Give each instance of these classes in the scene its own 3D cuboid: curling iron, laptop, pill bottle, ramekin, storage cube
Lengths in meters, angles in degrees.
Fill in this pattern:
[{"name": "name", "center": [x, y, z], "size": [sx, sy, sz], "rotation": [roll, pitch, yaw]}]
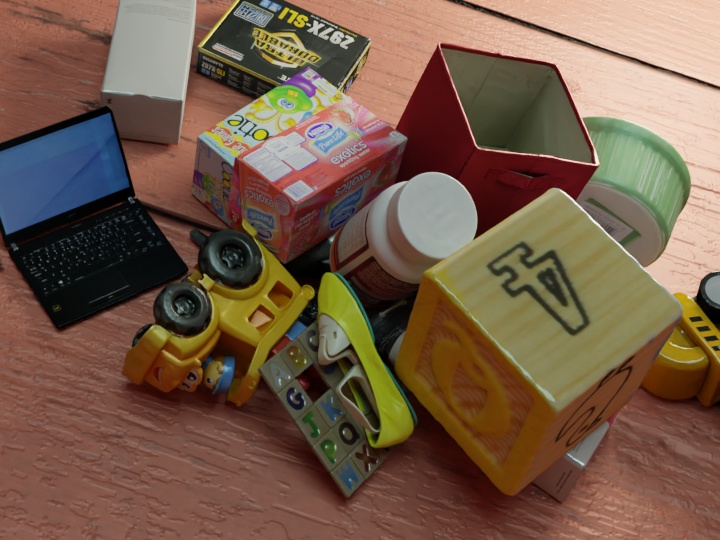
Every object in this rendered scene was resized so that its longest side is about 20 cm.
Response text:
[{"name": "curling iron", "center": [-0.127, 0.007, 1.491], "size": [0.198, 0.026, 0.049], "rotation": [30, 24, 18]}, {"name": "laptop", "center": [-0.320, -0.065, 1.449], "size": [0.176, 0.104, 0.201], "rotation": [-25, 62, -28]}, {"name": "pill bottle", "center": [0.045, -0.032, 1.349], "size": [0.108, 0.200, 0.111], "rotation": [5, 75, -20]}, {"name": "ramekin", "center": [0.306, -0.087, 1.564], "size": [0.198, 0.201, 0.098], "rotation": [22, 57, 5]}, {"name": "storage cube", "center": [0.150, -0.135, 1.482], "size": [0.169, 0.181, 0.202], "rotation": [5, 47, -24]}]

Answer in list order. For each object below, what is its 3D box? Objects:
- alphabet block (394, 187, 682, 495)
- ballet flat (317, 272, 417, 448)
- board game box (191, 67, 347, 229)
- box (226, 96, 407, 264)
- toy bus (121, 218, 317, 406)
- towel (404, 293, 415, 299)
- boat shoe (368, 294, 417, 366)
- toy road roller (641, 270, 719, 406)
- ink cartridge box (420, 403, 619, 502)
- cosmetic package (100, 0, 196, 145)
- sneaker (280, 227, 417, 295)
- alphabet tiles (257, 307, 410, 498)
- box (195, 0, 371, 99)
[{"name": "alphabet block", "center": [0.179, 0.073, 1.296], "size": [0.199, 0.197, 0.196], "rotation": [-32, 64, -28]}, {"name": "ballet flat", "center": [-0.007, 0.101, 1.350], "size": [0.067, 0.067, 0.202], "rotation": [-27, 89, -28]}, {"name": "board game box", "center": [-0.104, -0.150, 1.567], "size": [0.103, 0.106, 0.199], "rotation": [38, 53, 18]}, {"name": "box", "center": [-0.050, -0.109, 1.453], "size": [0.102, 0.095, 0.199], "rotation": [37, 47, 21]}, {"name": "toy bus", "center": [-0.138, 0.078, 1.378], "size": [0.192, 0.136, 0.200], "rotation": [41, 53, -2]}, {"name": "towel", "center": [0.113, 0.006, 1.551], "size": [0.198, 0.023, 0.144], "rotation": [-19, 60, -25]}, {"name": "boat shoe", "center": [0.080, 0.051, 1.435], "size": [0.060, 0.075, 0.199], "rotation": [38, 40, 22]}, {"name": "toy road roller", "center": [0.417, 0.116, 1.481], "size": [0.144, 0.124, 0.201], "rotation": [-24, 58, -13]}, {"name": "ink cartridge box", "center": [0.189, 0.139, 1.424], "size": [0.199, 0.085, 0.145], "rotation": [33, 53, 13]}, {"name": "cosmetic package", "center": [-0.276, -0.269, 1.632], "size": [0.106, 0.085, 0.202], "rotation": [8, 52, -7]}, {"name": "sneaker", "center": [0.000, 0.000, 1.478], "size": [0.197, 0.067, 0.091], "rotation": [0, 52, -7]}, {"name": "alphabet tiles", "center": [-0.006, 0.127, 1.384], "size": [0.168, 0.008, 0.200], "rotation": [55, 46, -4]}, {"name": "box", "center": [-0.104, -0.297, 1.720], "size": [0.198, 0.050, 0.160], "rotation": [25, 49, 7]}]
